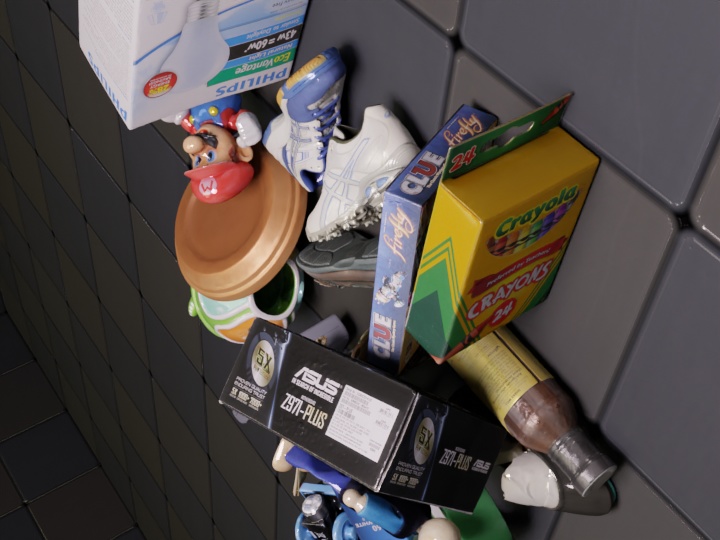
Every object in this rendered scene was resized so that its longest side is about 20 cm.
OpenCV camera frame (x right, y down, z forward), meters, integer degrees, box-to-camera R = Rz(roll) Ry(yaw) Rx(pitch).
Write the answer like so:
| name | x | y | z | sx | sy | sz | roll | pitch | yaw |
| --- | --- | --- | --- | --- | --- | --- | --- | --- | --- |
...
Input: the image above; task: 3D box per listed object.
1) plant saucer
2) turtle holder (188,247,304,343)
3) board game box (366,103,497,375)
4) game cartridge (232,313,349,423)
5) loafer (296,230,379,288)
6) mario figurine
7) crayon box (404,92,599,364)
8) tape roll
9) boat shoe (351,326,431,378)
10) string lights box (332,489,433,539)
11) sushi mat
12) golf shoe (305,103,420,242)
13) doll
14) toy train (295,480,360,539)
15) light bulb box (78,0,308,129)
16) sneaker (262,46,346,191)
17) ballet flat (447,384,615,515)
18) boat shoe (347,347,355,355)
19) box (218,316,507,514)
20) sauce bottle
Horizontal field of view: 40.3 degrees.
| name | x | y | z | sx | sy | sz | roll | pitch | yaw |
| --- | --- | --- | --- | --- | --- | --- | --- | --- | --- |
| plant saucer | -0.149 | -0.065 | 1.144 | 0.200 | 0.201 | 0.037 | 40 | -171 | 39 |
| turtle holder | -0.124 | 0.000 | 1.213 | 0.141 | 0.186 | 0.131 | 38 | 164 | -26 |
| board game box | 0.059 | -0.023 | 0.841 | 0.034 | 0.136 | 0.201 | 25 | 138 | 18 |
| game cartridge | -0.085 | 0.122 | 1.221 | 0.041 | 0.133 | 0.200 | 51 | 152 | 9 |
| loafer | 0.000 | 0.000 | 1.044 | 0.199 | 0.072 | 0.063 | 1 | 126 | 57 |
| mario figurine | -0.168 | -0.172 | 1.085 | 0.123 | 0.105 | 0.202 | 135 | 133 | -65 |
| crayon box | 0.108 | -0.028 | 0.758 | 0.051 | 0.126 | 0.201 | 46 | 148 | 29 |
| tape roll | 0.080 | 0.214 | 1.026 | 0.201 | 0.048 | 0.201 | 54 | 171 | 13 |
| boat shoe | 0.032 | 0.086 | 1.018 | 0.075 | 0.075 | 0.202 | 40 | 158 | 4 |
| string lights box | 0.014 | 0.236 | 1.130 | 0.059 | 0.103 | 0.201 | -20 | 109 | 23 |
| sushi mat | -0.060 | 0.175 | 1.155 | 0.012 | 0.096 | 0.201 | 11 | 137 | 4 |
| golf shoe | -0.004 | -0.094 | 0.969 | 0.200 | 0.078 | 0.098 | -32 | 82 | 53 |
| doll | 0.015 | 0.213 | 0.935 | 0.199 | 0.136 | 0.049 | 24 | 95 | 36 |
| toy train | -0.004 | 0.321 | 1.206 | 0.086 | 0.115 | 0.201 | -7 | 130 | 36 |
| light bulb box | -0.163 | -0.269 | 0.964 | 0.125 | 0.197 | 0.200 | 57 | 153 | 18 |
| sneaker | -0.039 | -0.149 | 0.996 | 0.088 | 0.075 | 0.200 | 52 | 160 | 6 |
| ballet flat | 0.146 | 0.180 | 0.928 | 0.200 | 0.068 | 0.069 | 33 | 139 | 46 |
| boat shoe | -0.002 | 0.193 | 1.212 | 0.075 | 0.060 | 0.202 | 14 | 124 | 57 |
| box | 0.003 | 0.130 | 0.881 | 0.199 | 0.087 | 0.163 | 21 | 175 | 40 |
| sauce bottle | 0.145 | 0.113 | 0.878 | 0.200 | 0.064 | 0.065 | 51 | 150 | 29 |
